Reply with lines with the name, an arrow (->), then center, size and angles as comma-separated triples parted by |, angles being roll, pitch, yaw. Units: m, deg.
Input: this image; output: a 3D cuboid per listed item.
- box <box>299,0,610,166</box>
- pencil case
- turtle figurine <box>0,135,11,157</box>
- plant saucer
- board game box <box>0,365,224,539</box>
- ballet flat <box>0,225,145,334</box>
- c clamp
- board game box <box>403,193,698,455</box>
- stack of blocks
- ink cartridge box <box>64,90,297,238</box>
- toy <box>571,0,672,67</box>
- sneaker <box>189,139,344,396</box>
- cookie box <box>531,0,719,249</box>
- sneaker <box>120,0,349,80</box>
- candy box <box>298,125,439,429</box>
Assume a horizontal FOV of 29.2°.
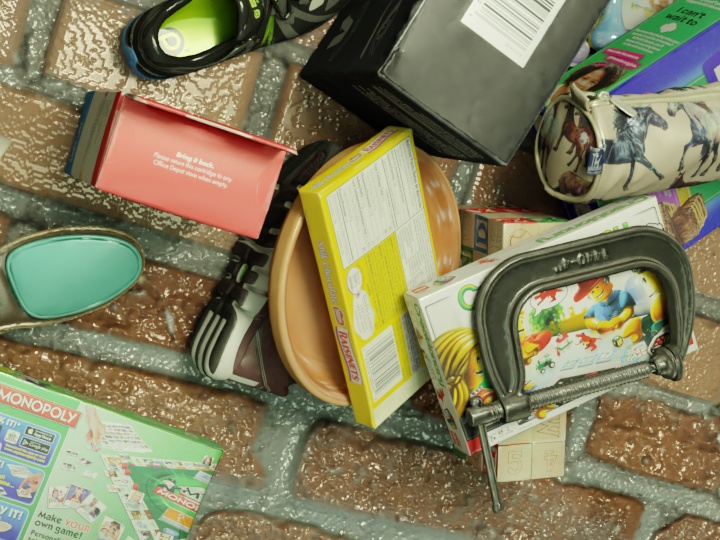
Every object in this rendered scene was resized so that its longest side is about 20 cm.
box -> 0.076, -0.190, 0.995 | 0.117, 0.200, 0.197 | 34, 87, -19
pencil case -> 0.231, -0.102, 1.012 | 0.200, 0.078, 0.089 | -10, 145, -22
turtle figurine -> -0.343, -0.108, 0.900 | 0.144, 0.200, 0.194 | -33, 115, 24
plant saucer -> 0.000, 0.000, 1.026 | 0.200, 0.037, 0.200 | -20, 117, -44
board game box -> -0.220, 0.162, 1.037 | 0.200, 0.029, 0.135 | 23, 89, -20
ballet flat -> -0.255, 0.012, 0.985 | 0.200, 0.065, 0.071 | -17, 104, -18
c clamp -> 0.160, 0.060, 0.996 | 0.200, 0.027, 0.171 | -19, 99, -13
board game box -> 0.143, 0.037, 1.016 | 0.200, 0.035, 0.126 | -23, 105, -14
stack of blocks -> 0.113, 0.053, 1.088 | 0.059, 0.115, 0.200 | -2, 99, -18
ink cartridge box -> -0.127, -0.074, 0.943 | 0.116, 0.200, 0.067 | 17, 92, -20
toy -> 0.216, -0.260, 1.114 | 0.115, 0.047, 0.200 | 6, 96, -21
sneaker -> -0.040, 0.007, 1.063 | 0.115, 0.076, 0.200 | 28, 92, -31
cookie box -> 0.251, -0.113, 1.112 | 0.200, 0.075, 0.171 | -34, 123, -11
sneaker -> -0.077, -0.191, 1.006 | 0.200, 0.083, 0.071 | -27, 106, -14
candy box -> 0.016, 0.006, 0.997 | 0.102, 0.026, 0.200 | -40, 130, -38
